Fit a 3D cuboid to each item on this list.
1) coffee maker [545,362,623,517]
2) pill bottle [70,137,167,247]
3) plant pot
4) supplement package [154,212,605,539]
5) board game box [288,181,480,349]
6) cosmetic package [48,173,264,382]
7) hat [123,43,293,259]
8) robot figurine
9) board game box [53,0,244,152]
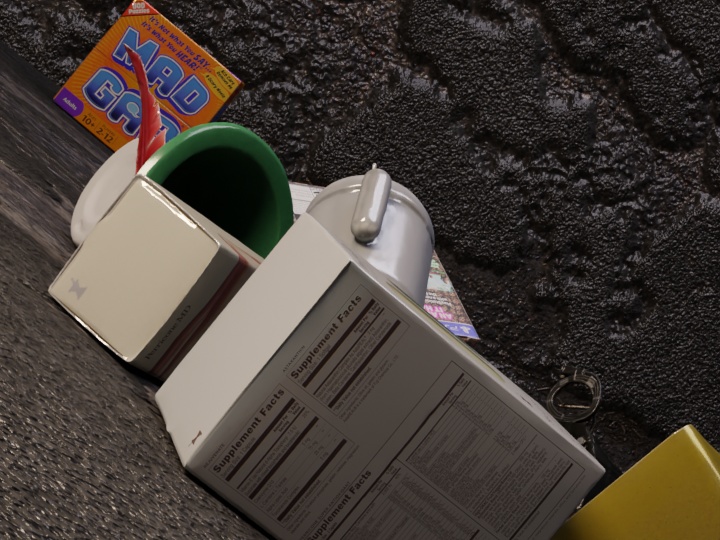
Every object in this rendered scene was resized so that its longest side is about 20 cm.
[{"bbox_3d":[0.201,0.216,1.756,0.200,0.192,0.135,40,-7,-36],"label":"coffee maker"},{"bbox_3d":[-0.132,-0.011,1.804,0.200,0.112,0.112,40,1,-28],"label":"pill bottle"},{"bbox_3d":[0.211,0.247,1.463,0.177,0.200,0.200,53,6,21],"label":"plant pot"},{"bbox_3d":[0.007,0.095,1.291,0.200,0.151,0.152,39,2,-17],"label":"supplement package"},{"bbox_3d":[-0.008,0.023,2.031,0.159,0.097,0.200,8,38,-31],"label":"board game box"},{"bbox_3d":[-0.110,0.025,1.480,0.087,0.104,0.200,39,2,27],"label":"cosmetic package"},{"bbox_3d":[-0.163,-0.045,1.685,0.176,0.200,0.166,12,-44,44],"label":"hat"},{"bbox_3d":[0.000,0.000,1.783,0.112,0.170,0.200,14,40,-2],"label":"robot figurine"},{"bbox_3d":[-0.313,-0.267,3.276,0.200,0.200,0.200,40,2,-3],"label":"board game box"}]
